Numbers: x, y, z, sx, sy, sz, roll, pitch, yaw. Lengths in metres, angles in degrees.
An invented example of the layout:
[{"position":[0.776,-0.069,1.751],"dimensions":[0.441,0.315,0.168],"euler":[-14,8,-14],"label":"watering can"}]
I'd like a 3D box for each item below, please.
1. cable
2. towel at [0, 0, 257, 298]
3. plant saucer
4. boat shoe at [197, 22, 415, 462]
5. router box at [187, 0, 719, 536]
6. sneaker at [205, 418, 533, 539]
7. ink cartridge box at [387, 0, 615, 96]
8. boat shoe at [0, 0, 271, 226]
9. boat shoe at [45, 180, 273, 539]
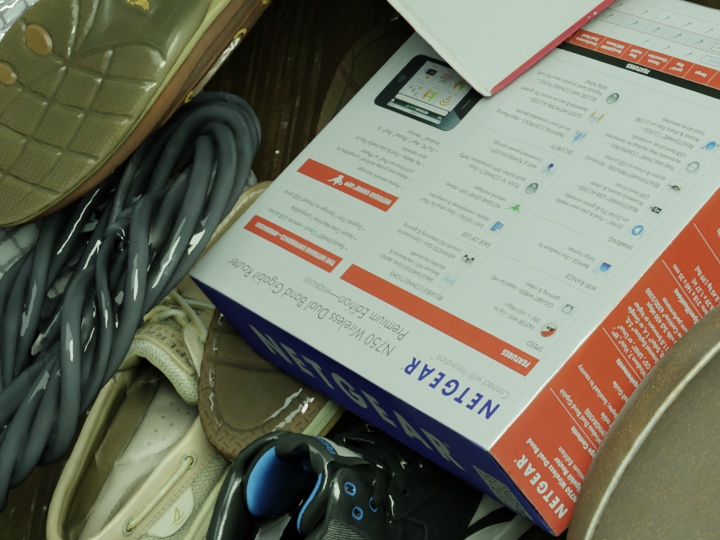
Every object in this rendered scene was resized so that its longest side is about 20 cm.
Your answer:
[{"position":[-0.103,0.002,0.859],"dimensions":[0.200,0.051,0.163],"euler":[-56,11,-20],"label":"cable"},{"position":[-0.166,-0.048,0.959],"dimensions":[0.200,0.166,0.086],"euler":[-39,45,-5],"label":"towel"},{"position":[0.138,0.069,0.732],"dimensions":[0.200,0.200,0.032],"euler":[-43,47,-7],"label":"plant saucer"},{"position":[0.000,0.000,0.911],"dimensions":[0.071,0.076,0.201],"euler":[17,68,25],"label":"boat shoe"},{"position":[0.057,-0.021,0.787],"dimensions":[0.180,0.049,0.200],"euler":[-47,35,-11],"label":"router box"},{"position":[0.016,0.071,0.836],"dimensions":[0.073,0.112,0.200],"euler":[29,74,32],"label":"sneaker"},{"position":[0.039,-0.198,0.818],"dimensions":[0.145,0.145,0.200],"euler":[-38,35,14],"label":"ink cartridge box"},{"position":[-0.081,-0.091,0.877],"dimensions":[0.200,0.067,0.072],"euler":[-48,65,16],"label":"boat shoe"},{"position":[-0.070,0.041,0.921],"dimensions":[0.072,0.065,0.201],"euler":[14,66,29],"label":"boat shoe"}]
